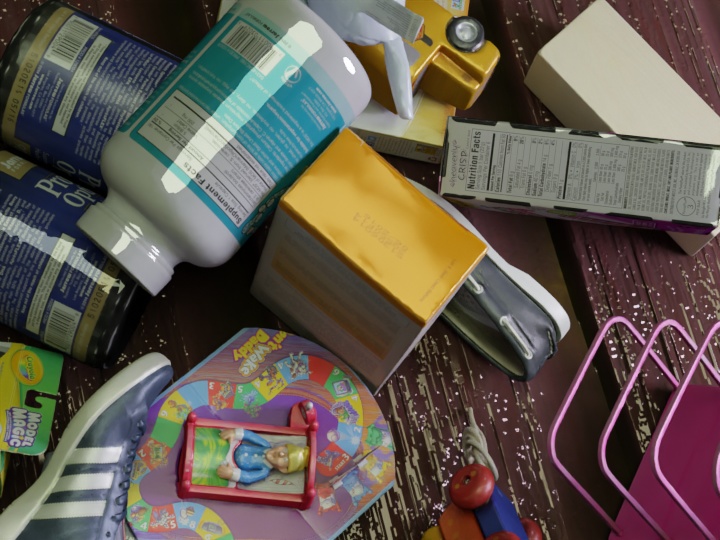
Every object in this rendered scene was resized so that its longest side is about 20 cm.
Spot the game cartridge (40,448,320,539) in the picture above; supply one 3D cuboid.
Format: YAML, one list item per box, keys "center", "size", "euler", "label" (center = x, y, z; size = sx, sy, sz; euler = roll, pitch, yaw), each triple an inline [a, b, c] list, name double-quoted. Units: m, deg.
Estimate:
- center: [-0.132, 0.195, 1.010]
  size: [0.198, 0.041, 0.135]
  euler: [14, 72, -6]
  label: "game cartridge"

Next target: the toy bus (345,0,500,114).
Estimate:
- center: [0.006, -0.189, 1.115]
  size: [0.199, 0.065, 0.079]
  euler: [37, 68, 4]
  label: "toy bus"

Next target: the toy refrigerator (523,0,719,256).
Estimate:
- center: [0.229, -0.114, 1.174]
  size: [0.076, 0.070, 0.200]
  euler: [-41, 82, -14]
  label: "toy refrigerator"

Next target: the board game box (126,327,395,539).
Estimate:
- center: [-0.071, 0.125, 1.008]
  size: [0.199, 0.039, 0.158]
  euler: [-38, 79, -25]
  label: "board game box"

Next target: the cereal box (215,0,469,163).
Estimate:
- center: [-0.018, -0.174, 1.162]
  size: [0.198, 0.040, 0.145]
  euler: [11, 69, -7]
  label: "cereal box"

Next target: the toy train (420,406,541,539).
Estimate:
- center: [0.061, 0.192, 1.028]
  size: [0.115, 0.201, 0.085]
  euler: [-35, 123, 9]
  label: "toy train"

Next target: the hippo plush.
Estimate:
- center: [0.014, -0.248, 1.017]
  size: [0.199, 0.160, 0.161]
  euler: [35, 57, 24]
  label: "hippo plush"

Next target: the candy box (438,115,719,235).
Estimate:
- center: [0.164, -0.068, 1.071]
  size: [0.198, 0.136, 0.062]
  euler: [8, 91, 11]
  label: "candy box"

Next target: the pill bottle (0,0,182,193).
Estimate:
- center: [-0.160, -0.106, 1.064]
  size: [0.198, 0.112, 0.113]
  euler: [26, 68, 0]
  label: "pill bottle"

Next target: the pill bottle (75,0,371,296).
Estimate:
- center: [-0.093, -0.080, 0.952]
  size: [0.111, 0.111, 0.200]
  euler: [41, 83, 6]
  label: "pill bottle"

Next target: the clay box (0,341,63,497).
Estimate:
- center: [-0.305, 0.094, 0.977]
  size: [0.198, 0.048, 0.115]
  euler: [7, 34, -8]
  label: "clay box"

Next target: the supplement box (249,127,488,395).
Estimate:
- center: [0.000, 0.000, 1.016]
  size: [0.126, 0.200, 0.074]
  euler: [40, 69, 4]
  label: "supplement box"

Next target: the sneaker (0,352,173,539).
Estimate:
- center: [-0.172, 0.151, 0.963]
  size: [0.084, 0.075, 0.201]
  euler: [35, 77, 6]
  label: "sneaker"

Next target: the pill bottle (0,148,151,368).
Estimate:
- center: [-0.243, -0.020, 1.025]
  size: [0.198, 0.112, 0.113]
  euler: [26, 68, -1]
  label: "pill bottle"

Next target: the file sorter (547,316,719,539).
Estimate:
- center: [0.249, 0.115, 1.004]
  size: [0.125, 0.199, 0.140]
  euler: [45, 63, -32]
  label: "file sorter"

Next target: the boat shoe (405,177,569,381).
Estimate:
- center: [0.066, 0.003, 1.096]
  size: [0.199, 0.076, 0.060]
  euler: [36, 62, 4]
  label: "boat shoe"
